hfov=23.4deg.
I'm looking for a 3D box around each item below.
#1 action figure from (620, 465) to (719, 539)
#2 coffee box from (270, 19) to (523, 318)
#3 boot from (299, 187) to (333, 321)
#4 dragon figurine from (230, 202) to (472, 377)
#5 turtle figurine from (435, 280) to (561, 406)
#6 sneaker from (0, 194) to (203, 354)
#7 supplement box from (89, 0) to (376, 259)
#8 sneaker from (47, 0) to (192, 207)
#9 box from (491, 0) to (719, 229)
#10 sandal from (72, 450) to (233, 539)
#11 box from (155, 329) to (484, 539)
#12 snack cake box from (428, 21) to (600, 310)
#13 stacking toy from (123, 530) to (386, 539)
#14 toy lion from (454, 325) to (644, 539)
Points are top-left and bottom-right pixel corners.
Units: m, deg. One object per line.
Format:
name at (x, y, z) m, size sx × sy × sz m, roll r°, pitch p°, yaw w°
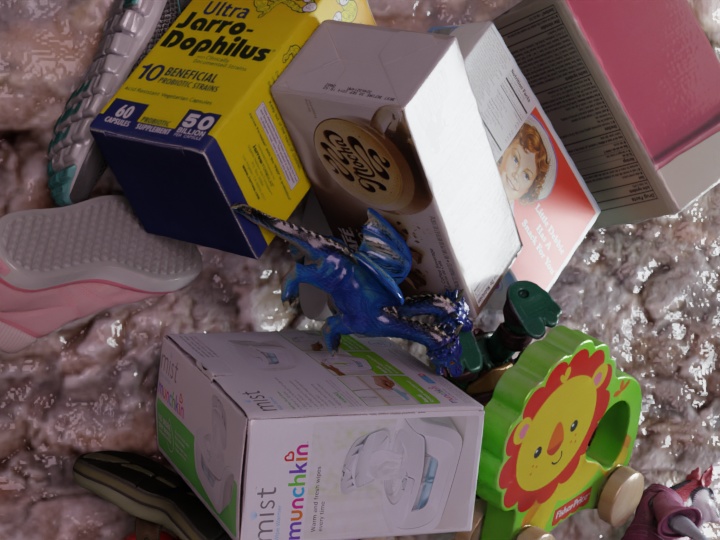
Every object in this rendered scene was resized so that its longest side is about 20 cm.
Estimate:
action figure at (0.229, 0.239, 1.420) m, size 0.148 × 0.134 × 0.201 m, roll 21°, pitch 61°, yaw 21°
coffee box at (0.030, -0.070, 1.228) m, size 0.080 × 0.112 × 0.201 m, roll -54°, pitch 140°, yaw -31°
boot at (0.012, -0.056, 1.349) m, size 0.095 × 0.073 × 0.202 m, roll 10°, pitch 87°, yaw -29°
dragon figurine at (0.000, 0.000, 1.200) m, size 0.200 × 0.099 × 0.059 m, roll 53°, pitch 33°, yaw -28°
turtle figurine at (0.101, 0.091, 1.333) m, size 0.100 × 0.201 × 0.150 m, roll 37°, pitch 68°, yaw 24°
sneaker at (-0.212, 0.005, 1.255) m, size 0.199 × 0.105 × 0.076 m, roll -4°, pitch 60°, yaw -51°
supplement box at (-0.081, -0.124, 1.246) m, size 0.201 × 0.108 × 0.110 m, roll -56°, pitch 141°, yaw -29°
sneaker at (-0.160, -0.128, 1.282) m, size 0.091 × 0.077 × 0.202 m, roll 30°, pitch 77°, yaw -23°
box at (0.213, -0.150, 1.411) m, size 0.109 × 0.128 × 0.201 m, roll -34°, pitch 99°, yaw -22°
sandal at (-0.127, 0.184, 1.219) m, size 0.079 × 0.200 × 0.058 m, roll 8°, pitch 101°, yaw -49°
box at (-0.035, 0.110, 1.235) m, size 0.175 × 0.200 × 0.098 m, roll -2°, pitch 105°, yaw -23°
snack cake box at (0.096, -0.078, 1.347) m, size 0.115 × 0.067 × 0.201 m, roll -54°, pitch 126°, yaw -29°
stacking toy at (-0.084, 0.206, 1.285) m, size 0.198 × 0.085 × 0.086 m, roll -11°, pitch 90°, yaw -19°
toy lion at (0.148, 0.125, 1.296) m, size 0.199 × 0.068 × 0.193 m, roll -22°, pitch 130°, yaw -45°
